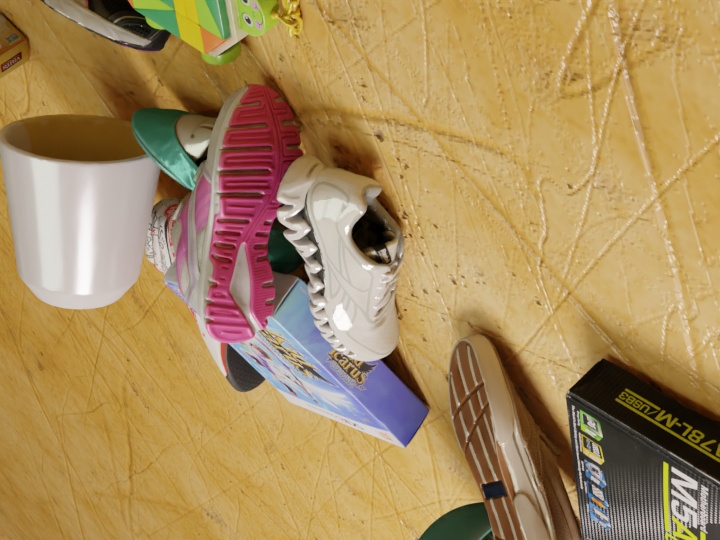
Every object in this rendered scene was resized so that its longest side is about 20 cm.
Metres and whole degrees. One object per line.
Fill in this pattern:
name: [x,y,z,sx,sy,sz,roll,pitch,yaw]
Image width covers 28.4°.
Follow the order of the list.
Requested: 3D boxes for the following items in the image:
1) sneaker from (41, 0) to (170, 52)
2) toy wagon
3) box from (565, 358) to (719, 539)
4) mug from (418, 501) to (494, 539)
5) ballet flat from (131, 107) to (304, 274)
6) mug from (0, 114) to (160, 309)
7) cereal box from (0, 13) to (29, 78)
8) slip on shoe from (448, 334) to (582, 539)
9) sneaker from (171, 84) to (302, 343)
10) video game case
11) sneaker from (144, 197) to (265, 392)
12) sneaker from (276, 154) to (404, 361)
sneaker: [-0.237,-0.255,1.160,0.199,0.087,0.080,31,-175,-6]
toy wagon: [-0.124,-0.224,1.056,0.199,0.039,0.156,35,150,30]
box: [0.235,0.180,0.989,0.193,0.047,0.201,34,150,38]
mug: [0.119,0.285,1.193,0.186,0.152,0.114,58,156,-14]
ballet flat: [-0.110,-0.086,1.203,0.200,0.067,0.071,45,131,11]
mug: [-0.250,-0.056,1.332,0.148,0.186,0.155,17,114,27]
cereal box: [-0.454,-0.249,1.442,0.200,0.144,0.040,42,153,16]
slip on shoe: [0.124,0.144,1.106,0.076,0.060,0.202,-26,81,66]
sneaker: [-0.109,-0.050,1.126,0.088,0.081,0.202,20,99,49]
video game case: [-0.058,0.067,1.258,0.180,0.046,0.200,13,153,51]
sneaker: [-0.147,0.019,1.385,0.108,0.067,0.203,31,147,43]
sneaker: [0.000,0.000,1.117,0.080,0.075,0.201,8,139,30]
